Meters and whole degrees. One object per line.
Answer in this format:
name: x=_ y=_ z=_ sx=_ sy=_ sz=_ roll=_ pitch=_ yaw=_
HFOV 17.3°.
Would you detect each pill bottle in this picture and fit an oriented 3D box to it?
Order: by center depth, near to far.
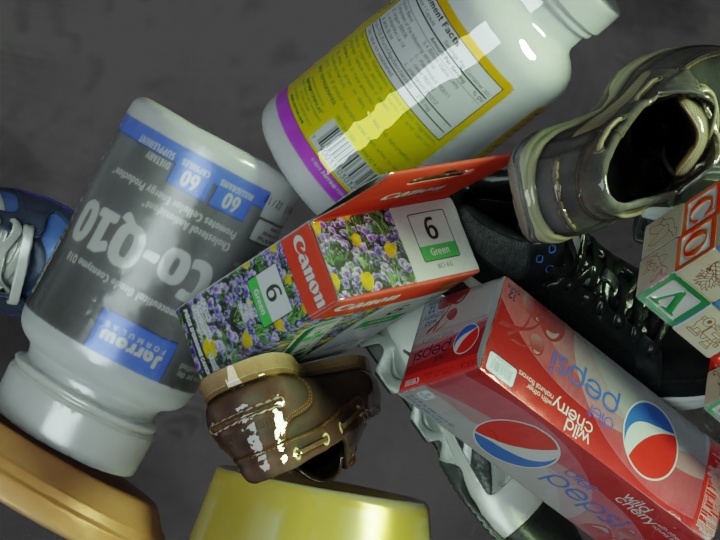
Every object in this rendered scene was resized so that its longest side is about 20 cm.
pill bottle: x=0.047 y=-0.111 z=1.343 sx=0.200 sy=0.104 sz=0.104 roll=-38 pitch=89 yaw=16
pill bottle: x=-0.128 y=0.011 z=1.383 sx=0.113 sy=0.114 sz=0.201 roll=28 pitch=92 yaw=8

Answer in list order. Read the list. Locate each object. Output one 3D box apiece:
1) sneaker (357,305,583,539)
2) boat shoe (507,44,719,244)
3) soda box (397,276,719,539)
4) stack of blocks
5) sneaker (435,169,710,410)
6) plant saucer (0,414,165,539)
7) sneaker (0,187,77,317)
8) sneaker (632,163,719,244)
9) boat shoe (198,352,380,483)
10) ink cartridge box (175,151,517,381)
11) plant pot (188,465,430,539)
sneaker: x=0.087 y=0.090 z=1.382 sx=0.088 sy=0.074 sz=0.200 roll=-37 pitch=85 yaw=13
boat shoe: x=0.162 y=-0.068 z=1.277 sx=0.073 sy=0.200 sz=0.075 roll=-1 pitch=116 yaw=43
soda box: x=0.117 y=0.087 z=1.322 sx=0.200 sy=0.064 sz=0.070 roll=37 pitch=143 yaw=-28
stack of blocks: x=0.240 y=0.040 z=1.286 sx=0.200 sy=0.059 sz=0.115 roll=38 pitch=130 yaw=-22
sneaker: x=0.129 y=0.008 z=1.327 sx=0.199 sy=0.112 sz=0.073 roll=21 pitch=60 yaw=3
plant saucer: x=-0.196 y=0.114 z=1.399 sx=0.200 sy=0.200 sz=0.038 roll=31 pitch=87 yaw=7
sneaker: x=-0.253 y=-0.012 z=1.412 sx=0.199 sy=0.146 sz=0.081 roll=21 pitch=104 yaw=10
sneaker: x=0.247 y=-0.003 z=1.329 sx=0.199 sy=0.080 sz=0.087 roll=10 pitch=112 yaw=18
boat shoe: x=-0.034 y=0.089 z=1.343 sx=0.070 sy=0.200 sz=0.071 roll=-28 pitch=80 yaw=18
ink cartridge box: x=0.000 y=0.000 z=1.286 sx=0.200 sy=0.109 sz=0.051 roll=-31 pitch=75 yaw=46
plant pot: x=-0.038 y=0.217 z=1.384 sx=0.200 sy=0.201 sz=0.190 roll=9 pitch=87 yaw=12
